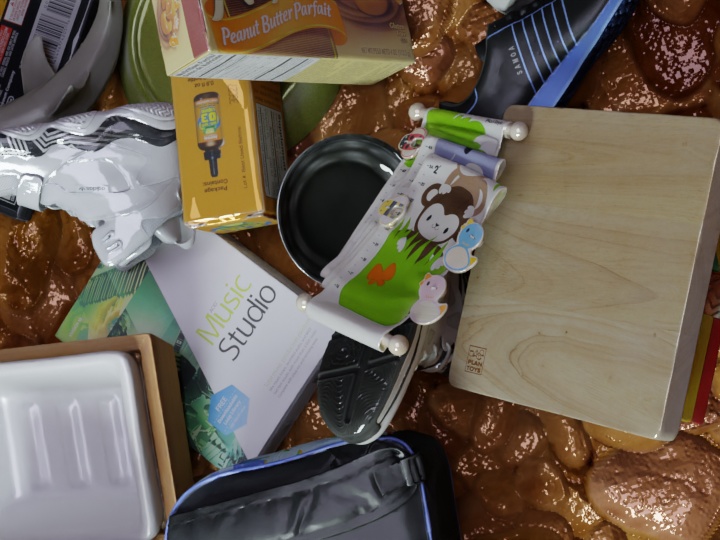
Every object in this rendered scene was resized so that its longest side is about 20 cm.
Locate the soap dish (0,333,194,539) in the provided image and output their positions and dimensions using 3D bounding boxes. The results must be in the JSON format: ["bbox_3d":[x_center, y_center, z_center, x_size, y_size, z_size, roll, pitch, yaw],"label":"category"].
[{"bbox_3d":[-0.218,0.131,1.346,0.198,0.081,0.159,-7,94,27],"label":"soap dish"}]

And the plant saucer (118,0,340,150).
[{"bbox_3d":[-0.105,-0.180,1.384,0.198,0.031,0.202,-2,84,19],"label":"plant saucer"}]

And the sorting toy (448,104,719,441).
[{"bbox_3d":[0.166,-0.001,1.186,0.199,0.069,0.201,11,89,52],"label":"sorting toy"}]

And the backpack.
[{"bbox_3d":[-0.025,0.214,1.260,0.198,0.147,0.185,-12,82,14],"label":"backpack"}]

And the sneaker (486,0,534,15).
[{"bbox_3d":[0.125,-0.299,1.287,0.200,0.080,0.147,-43,75,14],"label":"sneaker"}]

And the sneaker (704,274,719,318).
[{"bbox_3d":[0.208,0.008,1.245,0.080,0.071,0.201,43,108,41],"label":"sneaker"}]

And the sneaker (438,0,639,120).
[{"bbox_3d":[0.135,-0.170,1.278,0.078,0.070,0.201,37,99,11],"label":"sneaker"}]

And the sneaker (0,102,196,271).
[{"bbox_3d":[-0.218,-0.053,1.336,0.198,0.075,0.116,-12,86,1],"label":"sneaker"}]

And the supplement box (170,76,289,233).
[{"bbox_3d":[-0.099,-0.131,1.328,0.066,0.069,0.202,-8,82,19],"label":"supplement box"}]

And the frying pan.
[{"bbox_3d":[0.013,-0.011,1.321,0.115,0.031,0.191,-35,98,-13],"label":"frying pan"}]

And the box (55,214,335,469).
[{"bbox_3d":[-0.121,0.047,1.367,0.199,0.036,0.145,36,97,20],"label":"box"}]

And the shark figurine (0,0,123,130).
[{"bbox_3d":[-0.221,-0.163,1.375,0.127,0.090,0.216,27,94,-6],"label":"shark figurine"}]

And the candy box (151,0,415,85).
[{"bbox_3d":[-0.057,-0.198,1.280,0.055,0.199,0.116,-23,76,46],"label":"candy box"}]

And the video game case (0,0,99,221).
[{"bbox_3d":[-0.314,-0.164,1.459,0.180,0.025,0.202,21,93,19],"label":"video game case"}]

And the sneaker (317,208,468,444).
[{"bbox_3d":[0.042,0.057,1.248,0.075,0.115,0.202,-14,42,34],"label":"sneaker"}]

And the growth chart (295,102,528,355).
[{"bbox_3d":[0.038,-0.032,1.229,0.144,0.018,0.201,9,61,50],"label":"growth chart"}]
